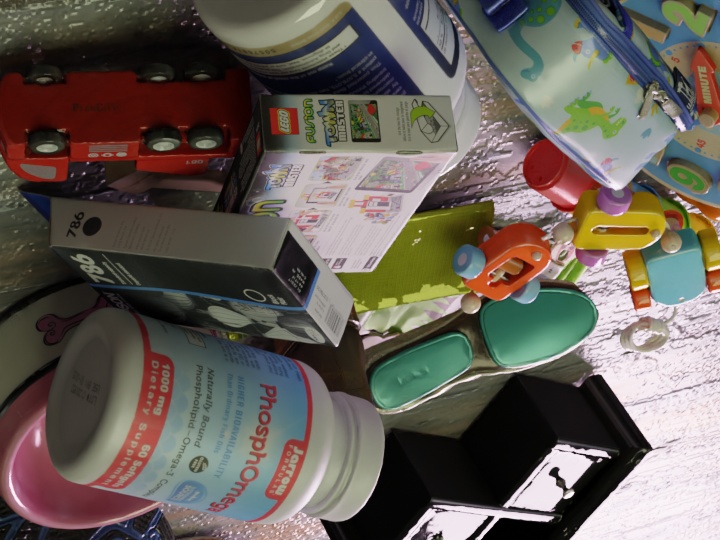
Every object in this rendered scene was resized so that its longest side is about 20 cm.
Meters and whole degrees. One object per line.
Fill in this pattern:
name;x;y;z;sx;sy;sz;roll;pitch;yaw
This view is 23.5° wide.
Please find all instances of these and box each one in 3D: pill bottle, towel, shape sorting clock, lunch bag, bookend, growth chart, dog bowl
pill bottle;-0.005;-0.133;1.021;0.111;0.111;0.200;-37;142;7
towel;0.000;0.000;1.231;0.199;0.018;0.086;-10;136;-17
shape sorting clock;0.240;-0.112;1.166;0.039;0.199;0.201;-52;153;-32
lunch bag;0.100;-0.150;1.000;0.082;0.200;0.161;-41;141;12
bookend;0.104;0.174;1.447;0.198;0.092;0.200;15;122;-43
growth chart;0.082;0.019;1.323;0.199;0.018;0.145;3;130;-33
dog bowl;-0.177;0.097;1.190;0.199;0.074;0.201;-19;141;-16
pill bottle;-0.088;0.099;1.092;0.199;0.109;0.109;17;122;-30

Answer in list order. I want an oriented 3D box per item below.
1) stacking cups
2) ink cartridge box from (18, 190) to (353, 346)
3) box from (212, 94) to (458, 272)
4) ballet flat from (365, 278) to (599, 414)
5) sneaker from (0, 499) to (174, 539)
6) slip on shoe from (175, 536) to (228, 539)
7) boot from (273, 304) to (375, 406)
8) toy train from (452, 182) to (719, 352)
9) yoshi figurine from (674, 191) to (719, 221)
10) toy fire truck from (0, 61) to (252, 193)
stacking cups;0.196;-0.050;1.296;0.060;0.061;0.200;-44;138;16
ink cartridge box;-0.112;-0.001;1.048;0.100;0.199;0.039;51;53;-52
box;-0.023;-0.046;1.020;0.109;0.035;0.200;-1;161;-15
ballet flat;0.080;0.049;1.300;0.199;0.062;0.068;-17;104;-14
sneaker;-0.227;0.204;1.289;0.199;0.076;0.077;9;149;-40
slip on shoe;-0.161;0.255;1.385;0.199;0.061;0.074;6;128;-40
boot;-0.037;0.107;1.254;0.074;0.097;0.200;-10;152;-21
toy train;0.167;-0.012;1.247;0.199;0.056;0.150;20;134;-33
yoshi figurine;0.270;-0.126;1.252;0.111;0.113;0.200;9;154;8
toy fire truck;-0.118;-0.074;1.044;0.199;0.049;0.141;-3;162;-11
